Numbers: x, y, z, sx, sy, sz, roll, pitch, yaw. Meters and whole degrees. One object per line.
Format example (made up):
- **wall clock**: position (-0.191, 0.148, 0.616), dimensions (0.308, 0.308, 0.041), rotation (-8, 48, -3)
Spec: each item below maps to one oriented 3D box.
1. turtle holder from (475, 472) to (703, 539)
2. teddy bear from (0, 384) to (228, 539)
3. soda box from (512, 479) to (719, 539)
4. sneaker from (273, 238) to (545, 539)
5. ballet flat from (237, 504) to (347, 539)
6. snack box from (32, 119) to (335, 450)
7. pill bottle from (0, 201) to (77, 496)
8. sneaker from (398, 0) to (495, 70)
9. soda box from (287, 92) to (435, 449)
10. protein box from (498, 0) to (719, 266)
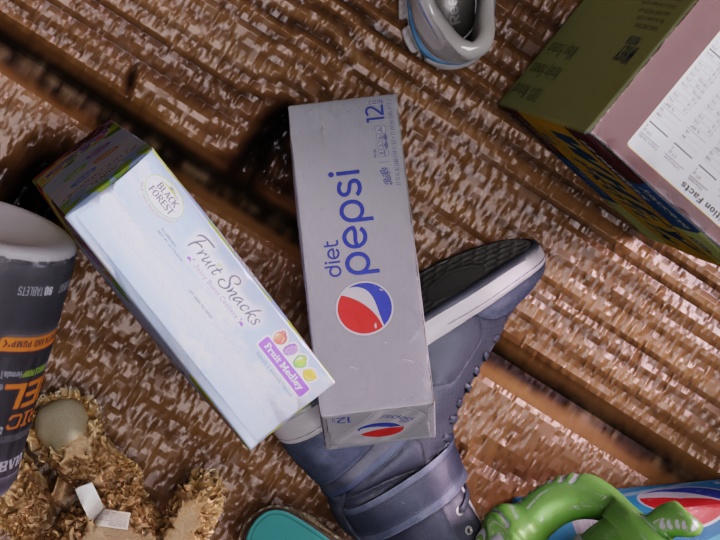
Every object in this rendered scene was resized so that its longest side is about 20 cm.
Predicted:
- **turtle holder**: position (0.163, 0.204, 1.532), dimensions (0.185, 0.141, 0.132), rotation (42, 90, -16)
- **teddy bear**: position (-0.152, 0.165, 1.571), dimensions (0.200, 0.067, 0.145), rotation (33, 86, -7)
- **soda box**: position (0.200, 0.174, 1.641), dimensions (0.200, 0.064, 0.068), rotation (-4, 99, -12)
- **sneaker**: position (0.055, 0.084, 1.593), dimensions (0.202, 0.077, 0.146), rotation (-37, 109, -10)
- **ballet flat**: position (0.012, 0.213, 1.579), dimensions (0.200, 0.065, 0.071), rotation (39, 76, 13)
- **snack box**: position (-0.105, 0.004, 1.481), dimensions (0.068, 0.200, 0.169), rotation (-38, 104, -4)
- **pill bottle**: position (-0.237, 0.064, 1.489), dimensions (0.106, 0.106, 0.200), rotation (13, 106, -13)
- **sneaker**: position (0.050, -0.217, 1.541), dimensions (0.075, 0.087, 0.200), rotation (-16, 100, -8)
- **soda box**: position (0.000, 0.000, 1.521), dimensions (0.068, 0.063, 0.200), rotation (-7, 68, 0)
- **protein box**: position (0.216, -0.124, 1.530), dimensions (0.135, 0.199, 0.200), rotation (40, 89, -14)
